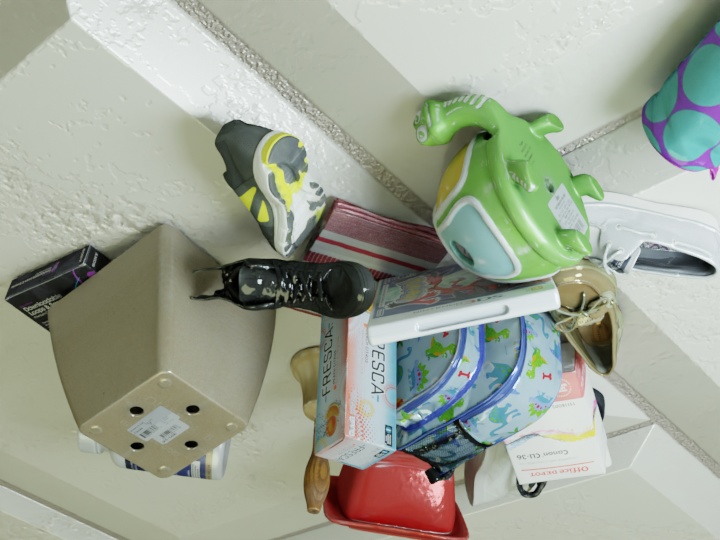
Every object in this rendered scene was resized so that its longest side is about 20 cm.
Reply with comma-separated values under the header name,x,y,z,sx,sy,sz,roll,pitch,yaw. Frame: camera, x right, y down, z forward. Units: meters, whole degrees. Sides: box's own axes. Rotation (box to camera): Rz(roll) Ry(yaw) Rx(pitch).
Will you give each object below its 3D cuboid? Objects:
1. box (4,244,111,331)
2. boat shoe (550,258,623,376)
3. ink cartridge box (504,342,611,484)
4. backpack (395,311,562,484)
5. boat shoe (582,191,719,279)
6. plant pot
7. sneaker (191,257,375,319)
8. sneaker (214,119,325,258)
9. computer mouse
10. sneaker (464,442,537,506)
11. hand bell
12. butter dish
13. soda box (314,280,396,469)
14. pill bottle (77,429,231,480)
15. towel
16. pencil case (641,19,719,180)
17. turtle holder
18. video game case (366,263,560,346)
name,x,y,z,sx,sy,sz,roll,pitch,yaw
box,-0.314,0.056,1.254,0.142,0.036,0.200,-20,136,28
boat shoe,0.254,0.051,1.124,0.072,0.063,0.200,-11,148,25
ink cartridge box,0.240,0.196,1.274,0.115,0.068,0.202,-12,118,21
backpack,0.116,0.107,1.138,0.199,0.185,0.146,-31,130,31
boat shoe,0.270,-0.027,1.038,0.197,0.069,0.072,11,142,-5
plant pot,-0.222,0.110,1.155,0.199,0.178,0.200,-33,131,19
sneaker,-0.083,0.018,1.056,0.103,0.061,0.199,-3,-174,-40
sneaker,-0.091,-0.088,1.026,0.084,0.075,0.201,31,157,19
computer mouse,0.261,0.226,1.352,0.058,0.034,0.201,23,121,-10
sneaker,0.208,0.249,1.409,0.114,0.074,0.201,-7,139,-6
hand bell,-0.049,0.208,1.274,0.103,0.202,0.105,4,143,3
butter dish,0.054,0.273,1.401,0.197,0.150,0.199,10,-174,-4
soda box,-0.004,0.106,1.107,0.068,0.202,0.063,21,143,-27
pill bottle,-0.278,0.219,1.392,0.197,0.112,0.112,7,142,-2
towel,0.000,0.000,1.151,0.142,0.023,0.200,17,142,-16
pencil case,0.323,-0.169,0.837,0.092,0.085,0.200,40,139,3
turtle holder,0.127,-0.069,0.948,0.131,0.142,0.185,-27,133,37
video game case,0.101,0.022,1.025,0.180,0.200,0.023,-12,101,7
